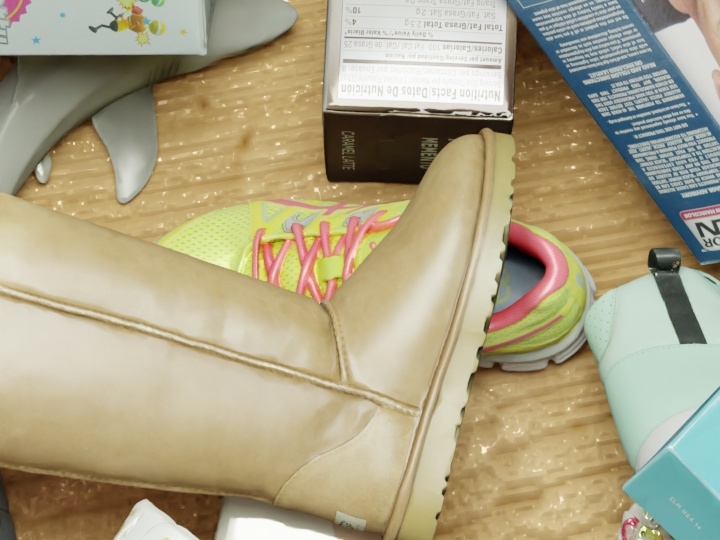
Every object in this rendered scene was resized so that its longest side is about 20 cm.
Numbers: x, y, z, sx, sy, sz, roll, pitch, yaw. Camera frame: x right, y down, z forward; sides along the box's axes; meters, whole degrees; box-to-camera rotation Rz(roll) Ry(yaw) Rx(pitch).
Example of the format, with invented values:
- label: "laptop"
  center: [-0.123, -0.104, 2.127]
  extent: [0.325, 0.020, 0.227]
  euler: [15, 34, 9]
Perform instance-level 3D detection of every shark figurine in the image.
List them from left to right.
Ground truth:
- label: "shark figurine"
  center: [-0.135, -0.060, 1.022]
  extent: [0.128, 0.090, 0.215]
  euler: [30, 78, 9]

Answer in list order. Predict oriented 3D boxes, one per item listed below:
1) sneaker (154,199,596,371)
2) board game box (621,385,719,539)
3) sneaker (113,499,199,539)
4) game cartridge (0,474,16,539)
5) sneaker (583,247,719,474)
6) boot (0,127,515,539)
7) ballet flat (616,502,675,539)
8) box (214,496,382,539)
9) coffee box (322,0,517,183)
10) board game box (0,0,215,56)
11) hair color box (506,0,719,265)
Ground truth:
- label: "sneaker"
  center: [0.000, 0.000, 1.001]
  extent: [0.198, 0.090, 0.079]
  euler: [-2, 78, 2]
- label: "board game box"
  center: [0.216, 0.093, 0.854]
  extent: [0.200, 0.047, 0.151]
  euler: [45, 62, 6]
- label: "sneaker"
  center: [-0.114, 0.136, 0.897]
  extent: [0.199, 0.074, 0.116]
  euler: [18, 77, -2]
- label: "game cartridge"
  center: [-0.186, 0.040, 0.976]
  extent: [0.041, 0.133, 0.201]
  euler: [-17, 77, 6]
- label: "sneaker"
  center: [0.190, 0.040, 0.995]
  extent: [0.199, 0.074, 0.119]
  euler: [2, 40, -22]
- label: "boot"
  center: [-0.051, 0.005, 0.910]
  extent: [0.199, 0.066, 0.176]
  euler: [15, 73, -2]
- label: "ballet flat"
  center: [0.196, 0.090, 0.909]
  extent: [0.199, 0.064, 0.076]
  euler: [-10, 104, -17]
- label: "box"
  center: [-0.024, 0.145, 0.969]
  extent: [0.077, 0.095, 0.201]
  euler: [11, 80, 4]
- label: "coffee box"
  center: [0.028, -0.146, 1.021]
  extent: [0.079, 0.114, 0.201]
  euler: [3, 79, 2]
- label: "board game box"
  center: [-0.159, -0.143, 1.006]
  extent: [0.198, 0.148, 0.065]
  euler: [-1, 117, 2]
- label: "hair color box"
  center: [0.125, -0.110, 0.970]
  extent: [0.200, 0.060, 0.100]
  euler: [51, 54, -24]
